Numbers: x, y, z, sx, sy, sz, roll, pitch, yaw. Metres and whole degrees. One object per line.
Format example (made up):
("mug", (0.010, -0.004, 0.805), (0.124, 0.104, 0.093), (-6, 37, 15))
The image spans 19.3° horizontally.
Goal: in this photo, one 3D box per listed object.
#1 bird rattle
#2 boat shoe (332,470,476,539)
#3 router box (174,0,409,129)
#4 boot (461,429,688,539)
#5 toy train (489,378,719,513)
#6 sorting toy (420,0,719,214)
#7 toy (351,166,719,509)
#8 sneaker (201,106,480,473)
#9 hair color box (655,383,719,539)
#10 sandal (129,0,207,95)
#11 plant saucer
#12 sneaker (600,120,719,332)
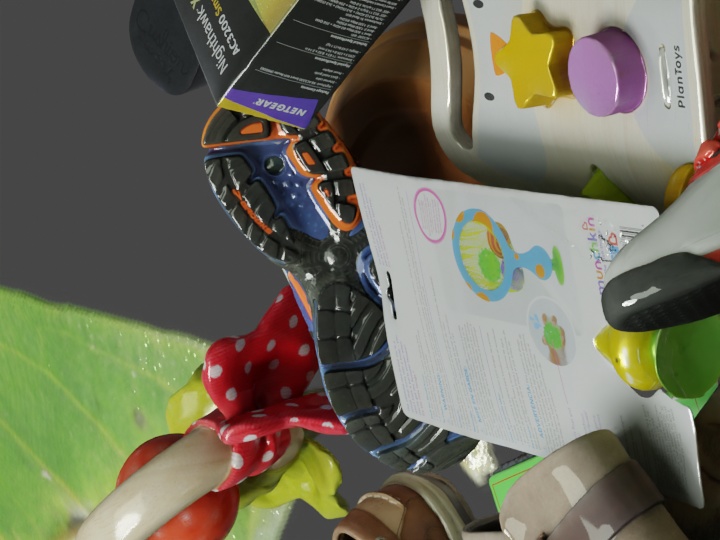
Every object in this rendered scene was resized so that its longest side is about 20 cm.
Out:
("bird rattle", (-0.067, 0.102, 1.049), (0.113, 0.163, 0.200), (52, 173, 3))
("boat shoe", (0.041, 0.202, 1.053), (0.076, 0.071, 0.201), (-32, 82, 51))
("router box", (-0.030, -0.187, 0.897), (0.157, 0.052, 0.201), (-50, 47, 31))
("boot", (0.112, 0.127, 0.764), (0.200, 0.070, 0.147), (-35, 73, 44))
("toy train", (0.126, 0.084, 0.931), (0.200, 0.041, 0.057), (-32, 71, 51))
("sorting toy", (0.092, -0.089, 0.838), (0.179, 0.106, 0.202), (10, 114, 48))
("toy", (0.075, 0.016, 0.846), (0.200, 0.047, 0.116), (15, 120, 59))
("sneaker", (0.000, 0.000, 0.962), (0.075, 0.078, 0.201), (-25, 101, 8))
("hair color box", (0.164, 0.105, 0.802), (0.109, 0.065, 0.201), (49, 126, 27))
("sandal", (-0.082, -0.170, 1.050), (0.076, 0.043, 0.201), (40, 133, 30))
("plant saucer", (0.044, -0.017, 0.979), (0.199, 0.037, 0.202), (24, 124, 41))
("sneaker", (0.155, -0.065, 0.731), (0.109, 0.200, 0.067), (63, -179, 14))
